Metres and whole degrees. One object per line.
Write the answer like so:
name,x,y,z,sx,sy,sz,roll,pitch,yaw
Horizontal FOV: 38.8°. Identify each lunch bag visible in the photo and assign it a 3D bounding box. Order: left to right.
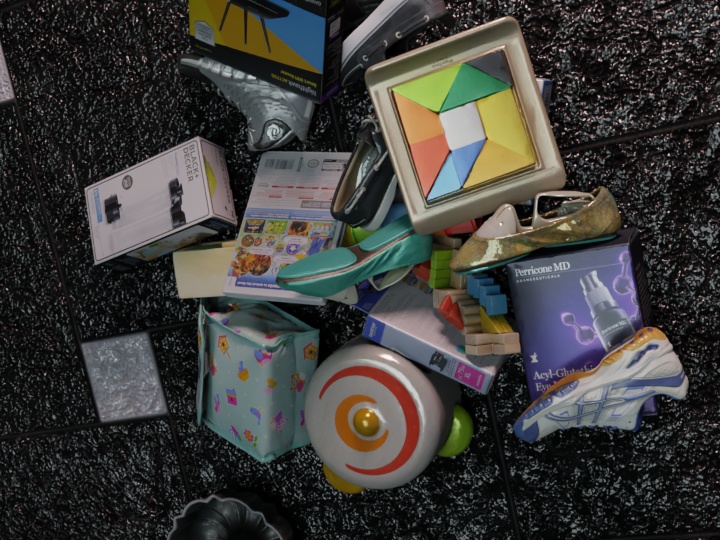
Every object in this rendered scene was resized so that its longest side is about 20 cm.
lunch bag,-0.154,0.131,1.350,0.199,0.121,0.173,22,117,40

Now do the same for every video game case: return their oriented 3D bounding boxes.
video game case,-0.084,-0.057,1.277,0.141,0.018,0.203,4,67,24

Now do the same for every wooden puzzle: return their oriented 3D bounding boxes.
wooden puzzle,0.117,-0.159,1.145,0.183,0.037,0.203,-18,97,8

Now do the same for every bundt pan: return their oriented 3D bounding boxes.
bundt pan,-0.171,0.398,1.439,0.199,0.076,0.205,5,103,19

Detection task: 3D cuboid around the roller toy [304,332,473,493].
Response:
roller toy,0.025,0.173,1.283,0.198,0.140,0.185,-21,93,24

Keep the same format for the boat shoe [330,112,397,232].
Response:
boat shoe,0.023,-0.146,1.204,0.075,0.060,0.203,26,99,60

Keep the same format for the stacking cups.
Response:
stacking cups,0.053,-0.056,1.265,0.197,0.060,0.061,-1,101,23

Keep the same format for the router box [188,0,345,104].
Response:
router box,-0.112,-0.302,1.204,0.198,0.051,0.151,25,135,21

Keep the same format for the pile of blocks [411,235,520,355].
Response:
pile of blocks,0.116,0.024,1.207,0.201,0.061,0.083,54,137,42

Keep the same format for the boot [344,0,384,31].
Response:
boot,-0.054,-0.379,1.228,0.157,0.079,0.212,-29,101,30

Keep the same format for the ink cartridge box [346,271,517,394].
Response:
ink cartridge box,0.087,0.066,1.247,0.198,0.119,0.042,26,127,13

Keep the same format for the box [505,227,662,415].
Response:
box,0.263,0.064,1.189,0.146,0.104,0.203,-10,98,23

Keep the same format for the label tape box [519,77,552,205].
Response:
label tape box,0.119,-0.162,1.218,0.197,0.063,0.146,8,103,19

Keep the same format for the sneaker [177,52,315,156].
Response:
sneaker,-0.152,-0.208,1.305,0.197,0.075,0.117,15,105,16

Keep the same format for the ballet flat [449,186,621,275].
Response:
ballet flat,0.190,-0.050,1.144,0.197,0.071,0.072,-14,97,6

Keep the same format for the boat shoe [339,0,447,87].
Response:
boat shoe,0.033,-0.265,1.203,0.200,0.070,0.067,-38,85,42

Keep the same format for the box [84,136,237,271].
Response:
box,-0.268,-0.087,1.365,0.198,0.060,0.118,-18,73,23

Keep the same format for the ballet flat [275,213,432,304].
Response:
ballet flat,0.000,0.000,1.195,0.198,0.067,0.071,-23,114,-12

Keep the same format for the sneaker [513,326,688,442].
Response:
sneaker,0.260,0.148,1.110,0.199,0.075,0.089,-36,88,24

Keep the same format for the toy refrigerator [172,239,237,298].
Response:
toy refrigerator,-0.141,-0.009,1.344,0.197,0.076,0.071,-3,100,22
